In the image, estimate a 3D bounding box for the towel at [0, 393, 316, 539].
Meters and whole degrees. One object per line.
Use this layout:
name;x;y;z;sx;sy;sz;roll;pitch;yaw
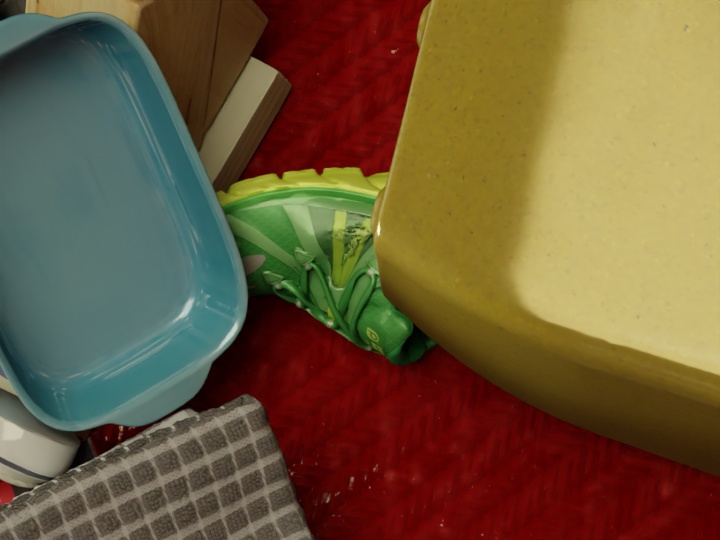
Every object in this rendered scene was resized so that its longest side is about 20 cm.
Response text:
towel;-0.094;0.159;1.285;0.199;0.086;0.166;-26;85;-32

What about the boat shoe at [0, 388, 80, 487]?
boat shoe;-0.210;0.075;1.398;0.199;0.072;0.066;20;89;38

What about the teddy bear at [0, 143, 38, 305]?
teddy bear;-0.231;-0.049;1.366;0.199;0.067;0.146;-3;89;3

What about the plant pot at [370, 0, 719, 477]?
plant pot;0.112;-0.032;1.258;0.199;0.196;0.195;13;79;6

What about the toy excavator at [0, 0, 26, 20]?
toy excavator;-0.274;-0.112;1.436;0.194;0.100;0.200;10;54;38

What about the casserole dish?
casserole dish;-0.127;-0.024;1.325;0.121;0.201;0.039;-30;25;-16

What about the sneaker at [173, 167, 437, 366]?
sneaker;0.000;0.000;1.371;0.199;0.074;0.084;-3;71;16

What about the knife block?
knife block;-0.115;-0.114;1.354;0.064;0.176;0.201;28;85;23

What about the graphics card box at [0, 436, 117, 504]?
graphics card box;-0.180;0.176;1.393;0.199;0.051;0.126;-26;70;10

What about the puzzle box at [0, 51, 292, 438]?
puzzle box;-0.138;-0.036;1.449;0.133;0.025;0.201;30;86;21
